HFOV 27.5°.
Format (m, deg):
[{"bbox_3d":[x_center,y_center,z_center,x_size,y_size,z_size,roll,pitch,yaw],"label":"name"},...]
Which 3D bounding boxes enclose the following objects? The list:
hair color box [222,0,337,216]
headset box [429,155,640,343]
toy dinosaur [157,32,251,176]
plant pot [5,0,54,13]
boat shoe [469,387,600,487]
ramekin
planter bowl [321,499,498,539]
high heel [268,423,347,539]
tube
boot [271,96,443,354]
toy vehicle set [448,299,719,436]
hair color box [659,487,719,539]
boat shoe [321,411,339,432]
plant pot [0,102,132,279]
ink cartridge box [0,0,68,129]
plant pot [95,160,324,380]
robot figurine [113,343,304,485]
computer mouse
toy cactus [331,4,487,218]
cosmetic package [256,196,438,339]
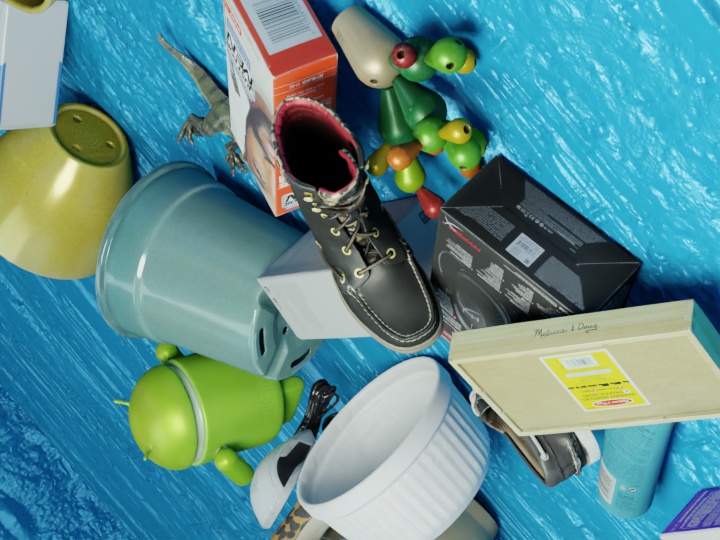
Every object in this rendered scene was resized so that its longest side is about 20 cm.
[{"bbox_3d":[-0.070,-0.152,1.273,0.201,0.063,0.111,92,153,-59],"label":"hair color box"},{"bbox_3d":[0.134,0.025,1.212,0.149,0.077,0.201,39,156,21],"label":"headset box"},{"bbox_3d":[-0.137,-0.144,1.465,0.200,0.047,0.088,45,142,11],"label":"toy dinosaur"},{"bbox_3d":[-0.279,-0.346,1.264,0.200,0.142,0.201,39,155,22],"label":"plant pot"},{"bbox_3d":[0.135,0.121,1.342,0.200,0.060,0.074,47,161,38],"label":"boat shoe"},{"bbox_3d":[0.040,0.195,1.493,0.105,0.201,0.200,44,158,-16],"label":"ramekin"},{"bbox_3d":[0.072,0.308,1.653,0.199,0.135,0.200,35,164,11],"label":"planter bowl"},{"bbox_3d":[-0.071,0.258,1.608,0.201,0.141,0.072,-97,-20,-48],"label":"high heel"},{"bbox_3d":[0.234,0.137,1.250,0.077,0.050,0.201,36,150,28],"label":"tube"},{"bbox_3d":[-0.005,-0.038,1.180,0.201,0.073,0.151,62,178,24],"label":"boot"},{"bbox_3d":[0.182,0.078,1.120,0.198,0.027,0.124,-9,142,32],"label":"toy vehicle set"},{"bbox_3d":[0.339,0.227,1.180,0.110,0.065,0.200,50,158,-3],"label":"hair color box"},{"bbox_3d":[0.009,0.186,1.675,0.066,0.075,0.199,42,168,-15],"label":"boat shoe"},{"bbox_3d":[-0.346,-0.112,1.734,0.200,0.200,0.142,46,127,6],"label":"plant pot"},{"bbox_3d":[-0.425,-0.260,1.667,0.199,0.084,0.146,28,117,38],"label":"ink cartridge box"},{"bbox_3d":[-0.139,0.011,1.540,0.195,0.200,0.201,24,147,30],"label":"plant pot"},{"bbox_3d":[-0.162,0.146,1.596,0.176,0.198,0.116,56,143,28],"label":"robot figurine"},{"bbox_3d":[-0.081,0.202,1.593,0.044,0.200,0.110,31,116,0],"label":"computer mouse"},{"bbox_3d":[0.030,-0.133,1.153,0.165,0.102,0.200,52,168,18],"label":"toy cactus"},{"bbox_3d":[0.000,0.000,1.364,0.081,0.113,0.199,54,158,-16],"label":"cosmetic package"}]
